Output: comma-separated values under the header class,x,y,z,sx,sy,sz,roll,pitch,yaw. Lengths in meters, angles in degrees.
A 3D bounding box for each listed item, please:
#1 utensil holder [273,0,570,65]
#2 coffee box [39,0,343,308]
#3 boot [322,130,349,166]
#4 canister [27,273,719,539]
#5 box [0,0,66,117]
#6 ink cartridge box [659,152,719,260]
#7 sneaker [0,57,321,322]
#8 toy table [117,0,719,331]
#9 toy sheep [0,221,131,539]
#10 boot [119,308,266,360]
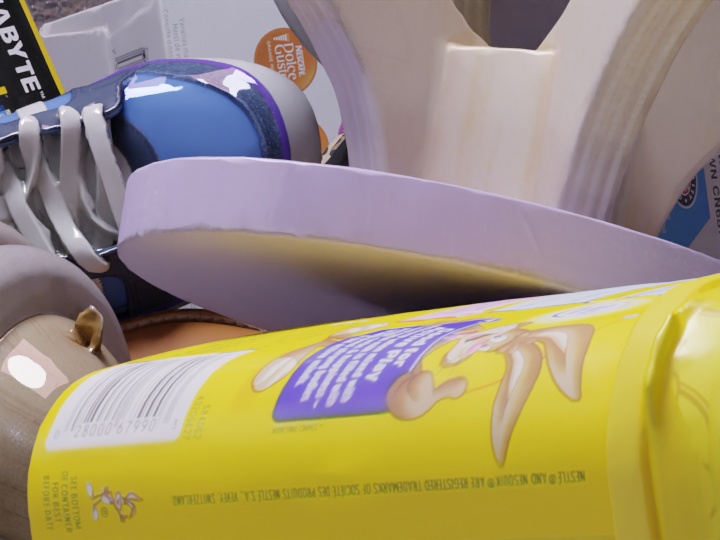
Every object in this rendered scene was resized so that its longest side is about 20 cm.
class,x,y,z,sx,sy,sz,roll,pitch,yaw
utensil holder,0.036,-0.152,0.843,0.169,0.171,0.200,-8,-13,4
coffee box,-0.023,-0.039,1.279,0.197,0.201,0.200,-8,2,-22
boot,0.000,0.000,0.990,0.073,0.201,0.151,32,-11,-8
canister,0.042,0.046,0.587,0.199,0.087,0.148,-7,2,43
box,-0.174,-0.011,1.025,0.049,0.160,0.200,-21,-7,-44
ink cartridge box,0.192,-0.009,0.803,0.125,0.129,0.200,-10,3,-26
sneaker,-0.126,-0.012,0.850,0.199,0.081,0.146,-15,-1,28
toy table,0.040,-0.039,0.713,0.199,0.118,0.183,20,-17,-37
toy sheep,-0.140,0.042,0.754,0.199,0.139,0.138,9,12,34
boot,-0.038,0.054,0.806,0.199,0.074,0.155,-10,7,5
